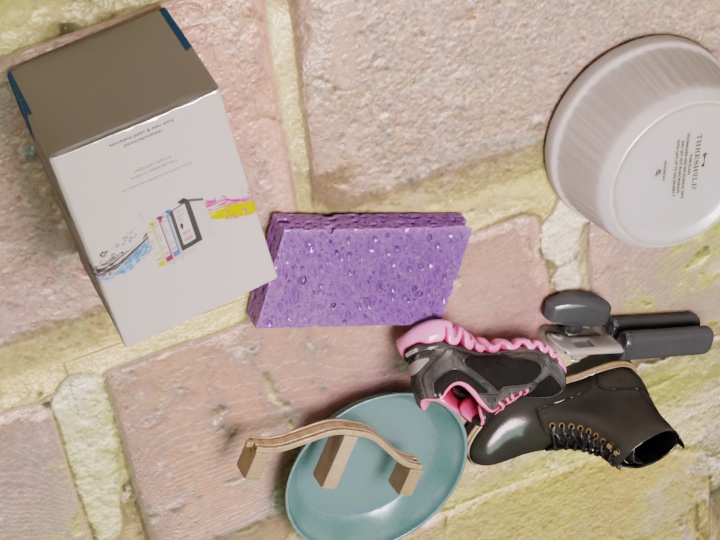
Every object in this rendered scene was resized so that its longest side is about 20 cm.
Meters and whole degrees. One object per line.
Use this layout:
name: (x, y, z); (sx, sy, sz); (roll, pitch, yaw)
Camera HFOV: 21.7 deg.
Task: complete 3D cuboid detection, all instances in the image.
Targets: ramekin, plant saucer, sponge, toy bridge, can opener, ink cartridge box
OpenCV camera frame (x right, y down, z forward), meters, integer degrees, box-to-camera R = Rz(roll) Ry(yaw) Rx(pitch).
ramekin: (0.281, -0.112, 1.772); (0.201, 0.094, 0.203); (-13, 127, -18)
plant saucer: (0.011, 0.195, 1.892); (0.199, 0.036, 0.201); (-13, 127, -18)
sponge: (0.000, 0.000, 1.751); (0.199, 0.030, 0.112); (-1, 124, -28)
toy bridge: (-0.025, 0.177, 1.819); (0.199, 0.027, 0.068); (10, 115, -32)
can opener: (0.274, 0.060, 1.919); (0.199, 0.053, 0.067); (2, 121, -29)
ink cartridge box: (-0.175, -0.075, 1.529); (0.144, 0.147, 0.201); (-24, 131, -10)

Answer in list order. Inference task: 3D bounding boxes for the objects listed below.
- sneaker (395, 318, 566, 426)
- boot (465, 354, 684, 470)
sneaker: (0.123, 0.113, 1.838); (0.199, 0.096, 0.079); (12, 144, -33)
boot: (0.215, 0.169, 1.909); (0.199, 0.139, 0.078); (-29, 131, -5)
